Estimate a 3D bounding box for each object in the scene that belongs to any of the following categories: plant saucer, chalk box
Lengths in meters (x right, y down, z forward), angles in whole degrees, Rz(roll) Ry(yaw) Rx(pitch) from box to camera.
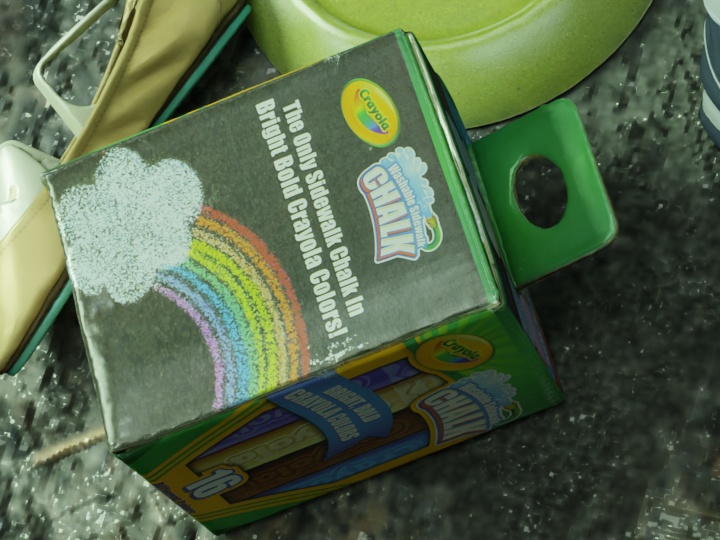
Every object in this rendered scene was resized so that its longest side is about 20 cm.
[{"bbox_3d":[0.035,-0.157,1.049,0.199,0.031,0.201,-5,69,14],"label":"plant saucer"},{"bbox_3d":[0.000,0.000,0.953,0.199,0.124,0.125,-20,66,7],"label":"chalk box"}]

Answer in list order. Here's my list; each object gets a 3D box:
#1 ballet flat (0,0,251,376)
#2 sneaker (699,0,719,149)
[{"bbox_3d":[-0.120,-0.051,1.032,0.063,0.069,0.200,34,73,-11],"label":"ballet flat"},{"bbox_3d":[0.179,-0.124,0.984,0.070,0.109,0.200,9,43,21],"label":"sneaker"}]
